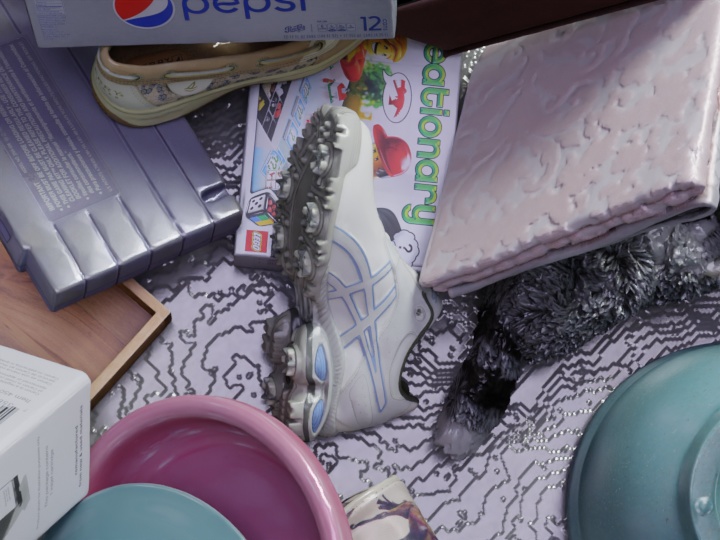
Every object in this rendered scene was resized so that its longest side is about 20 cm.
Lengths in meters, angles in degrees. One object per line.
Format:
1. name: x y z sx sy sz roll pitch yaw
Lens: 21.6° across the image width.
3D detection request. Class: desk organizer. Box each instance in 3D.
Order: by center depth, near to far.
1. desk organizer: 0.096 -0.179 1.039 0.077 0.200 0.072 11 75 -45

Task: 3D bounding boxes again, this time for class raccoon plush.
1. raccoon plush: 0.137 0.032 1.115 0.134 0.097 0.200 22 107 -12

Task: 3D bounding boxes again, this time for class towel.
1. towel: 0.128 -0.086 1.046 0.032 0.200 0.191 37 52 -30

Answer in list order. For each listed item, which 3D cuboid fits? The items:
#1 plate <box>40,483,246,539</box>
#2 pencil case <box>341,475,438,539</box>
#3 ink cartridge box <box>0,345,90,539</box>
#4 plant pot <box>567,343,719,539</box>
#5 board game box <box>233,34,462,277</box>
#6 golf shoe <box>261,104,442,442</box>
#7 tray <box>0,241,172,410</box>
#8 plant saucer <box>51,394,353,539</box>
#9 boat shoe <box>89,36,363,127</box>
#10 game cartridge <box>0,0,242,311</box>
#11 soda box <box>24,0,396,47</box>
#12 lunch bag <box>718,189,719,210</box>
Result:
1. plate: -0.124 0.215 1.014 0.200 0.026 0.201 -3 85 31
2. pencil case: 0.034 0.220 1.058 0.089 0.078 0.200 -33 83 7
3. ink cartridge box: -0.254 0.111 0.979 0.147 0.200 0.083 16 120 21
4. plant pot: 0.225 0.131 1.053 0.200 0.134 0.201 1 80 -4
5. board game box: -0.005 -0.097 1.134 0.126 0.035 0.200 5 79 -3
6. golf shoe: 0.000 0.000 1.075 0.097 0.078 0.200 -2 117 -18
7. tray: -0.217 -0.002 1.103 0.200 0.037 0.099 41 79 3
8. plant saucer: -0.081 0.169 1.034 0.200 0.051 0.201 -3 84 32
9. boat shoe: -0.060 -0.144 1.085 0.200 0.063 0.073 -30 80 -15
10. game cartridge: -0.173 -0.082 1.094 0.130 0.038 0.200 -26 72 -20
11. soda box: -0.080 -0.168 1.021 0.200 0.063 0.068 -1 54 4
12. lunch bag: 0.277 -0.105 1.087 0.168 0.139 0.200 39 68 2
